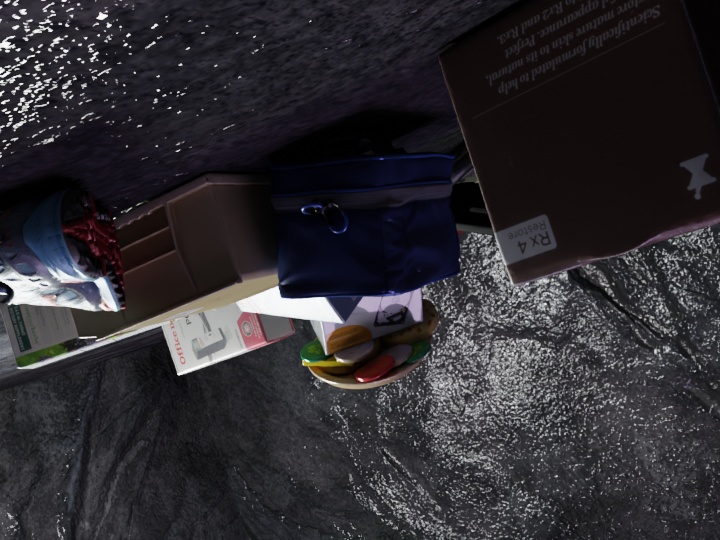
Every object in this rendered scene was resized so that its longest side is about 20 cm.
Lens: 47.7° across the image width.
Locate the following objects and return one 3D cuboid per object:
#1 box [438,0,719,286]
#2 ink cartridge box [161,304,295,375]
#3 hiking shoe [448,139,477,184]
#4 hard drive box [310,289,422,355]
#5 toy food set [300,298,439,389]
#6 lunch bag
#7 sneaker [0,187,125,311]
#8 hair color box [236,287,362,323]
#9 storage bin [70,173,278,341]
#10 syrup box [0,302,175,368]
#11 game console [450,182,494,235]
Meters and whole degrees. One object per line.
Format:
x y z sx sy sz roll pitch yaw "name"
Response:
0.190 -0.105 0.565 0.164 0.168 0.198 -20 177 40 "box"
-0.221 0.065 1.292 0.197 0.148 0.084 -21 177 31 "ink cartridge box"
0.179 -0.116 0.920 0.197 0.102 0.076 -20 172 -25 "hiking shoe"
0.000 0.000 1.112 0.153 0.077 0.203 -19 134 -11 "hard drive box"
0.014 0.106 1.195 0.196 0.050 0.199 -2 -152 21 "toy food set"
0.004 -0.053 0.726 0.133 0.136 0.199 -2 -175 25 "lunch bag"
-0.234 -0.012 0.612 0.093 0.081 0.200 -9 167 -7 "sneaker"
-0.070 -0.003 0.937 0.198 0.061 0.100 2 -133 48 "hair color box"
-0.151 -0.014 0.788 0.196 0.096 0.199 -20 178 25 "storage bin"
-0.325 0.051 1.002 0.196 0.080 0.081 -18 177 -12 "syrup box"
0.183 -0.062 1.034 0.196 0.118 0.177 8 -139 22 "game console"
